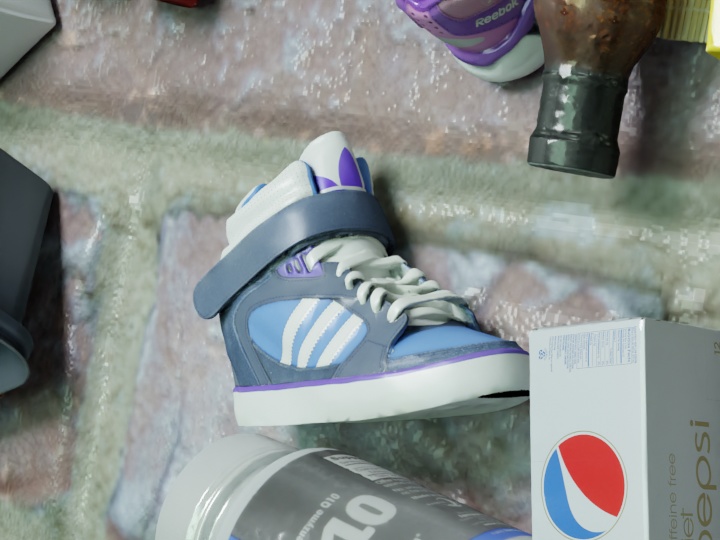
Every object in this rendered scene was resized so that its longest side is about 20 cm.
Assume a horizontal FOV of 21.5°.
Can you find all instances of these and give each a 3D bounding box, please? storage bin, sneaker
[{"bbox_3d":[-0.273,0.007,1.172,0.199,0.145,0.135,-21,42,41],"label":"storage bin"},{"bbox_3d":[0.000,0.000,0.929,0.199,0.080,0.148,-9,82,49],"label":"sneaker"},{"bbox_3d":[0.066,-0.193,0.888,0.080,0.088,0.202,18,96,43],"label":"sneaker"}]

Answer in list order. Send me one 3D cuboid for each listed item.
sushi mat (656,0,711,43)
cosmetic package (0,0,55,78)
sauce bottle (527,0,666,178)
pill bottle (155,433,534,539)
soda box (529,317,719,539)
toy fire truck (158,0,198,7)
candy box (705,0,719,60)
[{"bbox_3d":[0.160,-0.201,0.851,0.095,0.012,0.202,12,93,45],"label":"sushi mat"},{"bbox_3d":[-0.325,-0.211,1.218,0.167,0.166,0.201,-36,60,35],"label":"cosmetic package"},{"bbox_3d":[0.108,-0.143,0.838,0.066,0.066,0.202,12,92,44],"label":"sauce bottle"},{"bbox_3d":[0.000,0.150,0.885,0.199,0.113,0.115,18,97,44],"label":"pill bottle"},{"bbox_3d":[0.117,0.124,0.807,0.063,0.068,0.202,-8,79,43],"label":"soda box"},{"bbox_3d":[-0.173,-0.227,1.070,0.199,0.167,0.113,20,98,44],"label":"toy fire truck"},{"bbox_3d":[0.203,-0.187,0.788,0.102,0.026,0.202,4,87,37],"label":"candy box"}]
